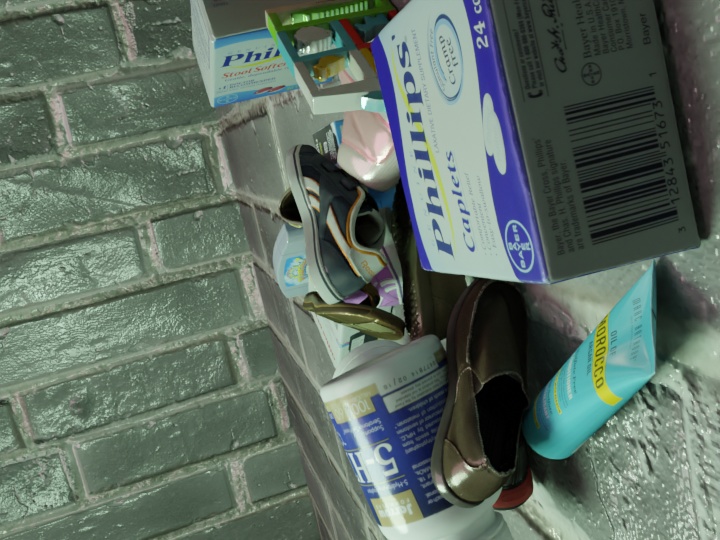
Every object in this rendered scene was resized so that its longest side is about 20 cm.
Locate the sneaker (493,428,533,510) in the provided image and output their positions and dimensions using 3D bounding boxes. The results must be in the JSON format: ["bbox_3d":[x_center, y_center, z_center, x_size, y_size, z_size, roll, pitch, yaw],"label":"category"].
[{"bbox_3d":[0.111,0.142,0.750,0.201,0.070,0.098,-125,24,-50],"label":"sneaker"}]

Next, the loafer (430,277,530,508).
[{"bbox_3d":[0.113,0.090,0.596,0.071,0.073,0.201,-35,38,53],"label":"loafer"}]

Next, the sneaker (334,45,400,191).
[{"bbox_3d":[0.004,-0.161,0.761,0.105,0.075,0.201,-60,36,32],"label":"sneaker"}]

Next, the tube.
[{"bbox_3d":[0.164,0.078,0.511,0.200,0.050,0.078,100,179,-58],"label":"tube"}]

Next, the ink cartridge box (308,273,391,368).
[{"bbox_3d":[-0.021,0.044,1.136,0.200,0.082,0.146,97,152,-58],"label":"ink cartridge box"}]

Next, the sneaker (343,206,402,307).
[{"bbox_3d":[0.000,0.001,0.861,0.201,0.114,0.073,75,-177,-62],"label":"sneaker"}]

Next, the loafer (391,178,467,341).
[{"bbox_3d":[0.074,-0.023,0.739,0.076,0.067,0.201,132,137,-70],"label":"loafer"}]

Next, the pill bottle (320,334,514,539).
[{"bbox_3d":[0.056,0.170,0.648,0.201,0.119,0.120,65,165,5],"label":"pill bottle"}]

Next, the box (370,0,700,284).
[{"bbox_3d":[0.098,-0.093,0.478,0.200,0.104,0.185,-173,69,-76],"label":"box"}]

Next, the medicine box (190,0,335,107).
[{"bbox_3d":[-0.120,-0.313,0.950,0.200,0.181,0.104,140,113,-75],"label":"medicine box"}]

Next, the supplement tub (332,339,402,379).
[{"bbox_3d":[0.050,0.187,0.911,0.200,0.131,0.133,-133,31,-60],"label":"supplement tub"}]

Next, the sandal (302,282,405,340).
[{"bbox_3d":[-0.011,0.032,0.787,0.054,0.080,0.200,-70,19,-3],"label":"sandal"}]

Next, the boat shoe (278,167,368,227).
[{"bbox_3d":[-0.048,-0.084,0.889,0.200,0.059,0.072,-176,73,-68],"label":"boat shoe"}]

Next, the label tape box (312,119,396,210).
[{"bbox_3d":[-0.014,-0.122,0.980,0.200,0.066,0.144,-169,65,-73],"label":"label tape box"}]

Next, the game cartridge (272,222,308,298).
[{"bbox_3d":[-0.075,-0.020,1.189,0.200,0.132,0.041,99,159,-60],"label":"game cartridge"}]

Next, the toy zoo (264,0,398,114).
[{"bbox_3d":[-0.005,-0.210,0.710,0.021,0.130,0.201,90,160,-47],"label":"toy zoo"}]

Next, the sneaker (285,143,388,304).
[{"bbox_3d":[-0.020,-0.062,0.752,0.078,0.079,0.201,45,-157,-52],"label":"sneaker"}]
